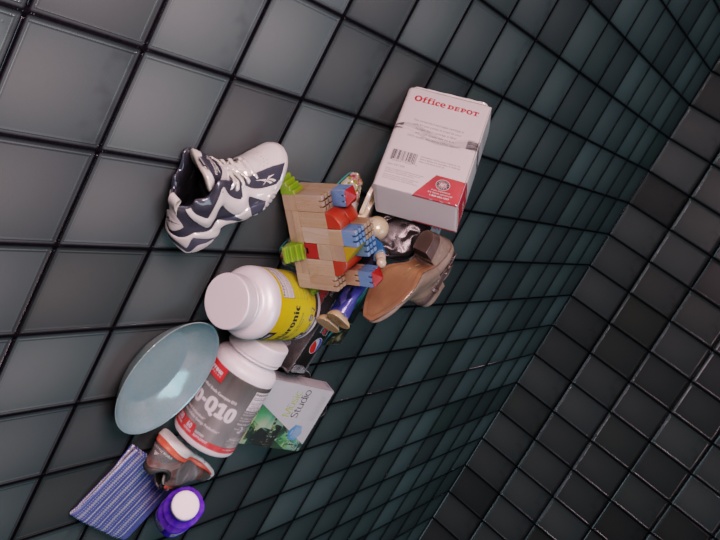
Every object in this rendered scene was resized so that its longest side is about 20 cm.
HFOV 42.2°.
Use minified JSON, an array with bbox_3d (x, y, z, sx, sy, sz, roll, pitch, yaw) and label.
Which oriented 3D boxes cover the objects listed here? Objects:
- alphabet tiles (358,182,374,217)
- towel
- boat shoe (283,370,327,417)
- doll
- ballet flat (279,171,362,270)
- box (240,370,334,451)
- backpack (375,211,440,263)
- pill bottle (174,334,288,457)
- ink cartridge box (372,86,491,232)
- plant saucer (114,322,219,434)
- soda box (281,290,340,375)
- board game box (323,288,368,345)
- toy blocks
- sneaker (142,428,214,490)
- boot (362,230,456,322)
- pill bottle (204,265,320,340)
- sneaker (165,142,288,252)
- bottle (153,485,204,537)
[{"bbox_3d":[0.001,-0.080,1.567,0.201,0.014,0.198,-63,178,-53],"label":"alphabet tiles"},{"bbox_3d":[-0.386,0.370,1.545,0.145,0.024,0.201,-47,154,-13],"label":"towel"},{"bbox_3d":[-0.108,0.240,1.839,0.069,0.056,0.201,-49,156,-10],"label":"boat shoe"},{"bbox_3d":[0.000,0.000,1.505,0.136,0.048,0.203,-24,-144,59],"label":"doll"},{"bbox_3d":[-0.050,-0.072,1.524,0.201,0.063,0.076,-49,156,-13],"label":"ballet flat"},{"bbox_3d":[-0.156,0.261,1.737,0.198,0.036,0.146,19,106,-46],"label":"box"},{"bbox_3d":[0.081,-0.072,1.663,0.169,0.125,0.200,-61,172,-7],"label":"backpack"},{"bbox_3d":[-0.208,0.190,1.515,0.202,0.113,0.113,-58,156,9],"label":"pill bottle"},{"bbox_3d":[0.118,-0.182,1.513,0.083,0.144,0.203,82,27,-61],"label":"ink cartridge box"},{"bbox_3d":[-0.296,0.151,1.392,0.200,0.038,0.203,-41,153,-26],"label":"plant saucer"},{"bbox_3d":[-0.085,0.083,1.655,0.202,0.070,0.063,-57,157,6],"label":"soda box"},{"bbox_3d":[-0.029,0.052,1.773,0.203,0.028,0.134,-60,155,13],"label":"board game box"},{"bbox_3d":[-0.038,-0.049,1.396,0.100,0.134,0.204,-38,125,-49],"label":"toy blocks"},{"bbox_3d":[-0.310,0.325,1.550,0.082,0.077,0.201,-49,154,-11],"label":"sneaker"},{"bbox_3d":[0.090,0.026,1.553,0.201,0.070,0.147,-50,153,-8],"label":"boot"},{"bbox_3d":[-0.152,0.051,1.439,0.113,0.111,0.199,-58,155,11],"label":"pill bottle"},{"bbox_3d":[-0.174,-0.122,1.203,0.197,0.080,0.130,-35,160,-17],"label":"sneaker"},{"bbox_3d":[-0.309,0.412,1.602,0.083,0.066,0.200,-37,174,-23],"label":"bottle"}]
